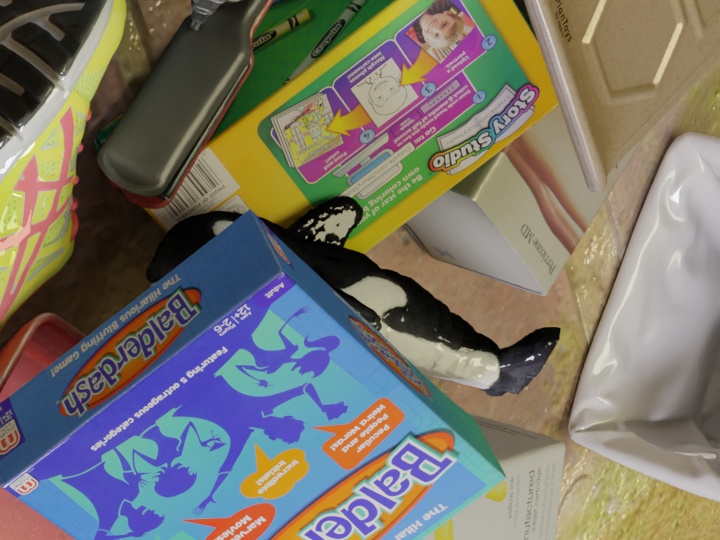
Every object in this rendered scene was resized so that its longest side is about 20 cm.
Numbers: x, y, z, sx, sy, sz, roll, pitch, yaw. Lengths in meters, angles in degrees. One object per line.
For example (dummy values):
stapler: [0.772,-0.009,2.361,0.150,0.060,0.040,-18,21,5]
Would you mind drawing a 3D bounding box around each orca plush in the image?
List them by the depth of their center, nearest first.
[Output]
orca plush: [0.000,0.000,1.221,0.200,0.105,0.071,14,79,-13]

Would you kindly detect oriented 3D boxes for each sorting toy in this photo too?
sorting toy: [0.131,-0.165,1.227,0.200,0.036,0.185,-48,134,-30]

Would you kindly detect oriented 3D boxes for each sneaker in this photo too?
sneaker: [-0.154,-0.041,1.150,0.090,0.078,0.200,26,96,-50]

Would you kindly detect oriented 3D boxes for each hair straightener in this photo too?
hair straightener: [-0.048,-0.117,1.155,0.200,0.041,0.077,-53,176,-3]

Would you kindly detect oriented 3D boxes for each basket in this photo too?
basket: [0.234,0.037,1.571,0.123,0.135,0.200,19,91,-52]

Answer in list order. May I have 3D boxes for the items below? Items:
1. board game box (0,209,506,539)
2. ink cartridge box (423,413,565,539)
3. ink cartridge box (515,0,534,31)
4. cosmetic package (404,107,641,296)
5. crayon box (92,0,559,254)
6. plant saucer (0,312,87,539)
board game box: [-0.048,0.079,1.159,0.152,0.045,0.200,-38,137,9]
ink cartridge box: [0.014,0.163,1.364,0.200,0.083,0.145,-11,111,-53]
ink cartridge box: [0.112,-0.217,1.318,0.200,0.145,0.083,-53,137,-19]
cosmetic package: [0.098,-0.101,1.395,0.200,0.087,0.103,-58,140,-14]
crayon box: [-0.011,-0.074,1.248,0.200,0.058,0.119,-37,135,0]
plant saucer: [-0.143,0.140,1.191,0.200,0.037,0.200,40,75,-47]
